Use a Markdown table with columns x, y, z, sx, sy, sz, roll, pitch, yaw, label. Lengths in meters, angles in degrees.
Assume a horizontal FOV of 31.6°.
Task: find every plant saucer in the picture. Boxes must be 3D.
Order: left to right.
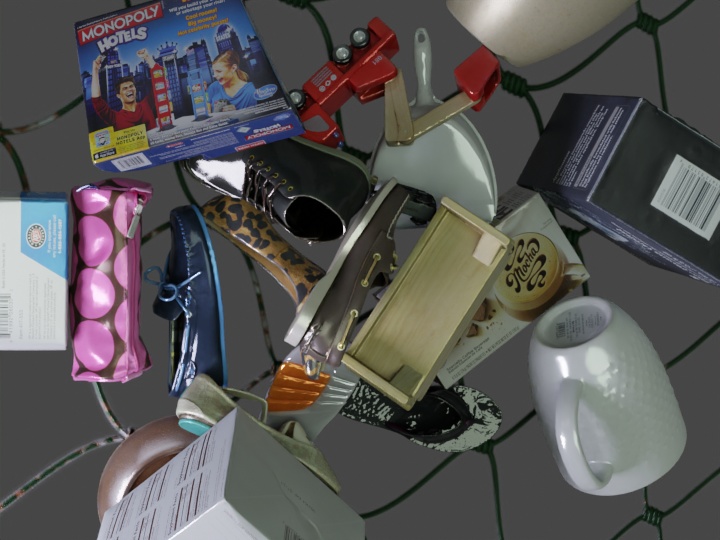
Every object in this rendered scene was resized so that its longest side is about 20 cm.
| x | y | z | sx | sy | sz | roll | pitch | yaw | label |
| --- | --- | --- | --- | --- | --- | --- | --- | --- | --- |
| -0.176 | 0.248 | 1.328 | 0.197 | 0.032 | 0.203 | -2 | 108 | -7 | plant saucer |

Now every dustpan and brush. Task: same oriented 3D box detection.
| x | y | z | sx | sy | sz | roll | pitch | yaw | label |
| --- | --- | --- | --- | --- | --- | --- | --- | --- | --- |
| 0.069 | -0.150 | 1.325 | 0.137 | 0.057 | 0.203 | -4 | 102 | 8 | dustpan and brush |

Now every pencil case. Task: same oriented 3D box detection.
| x | y | z | sx | sy | sz | roll | pitch | yaw | label |
| --- | --- | --- | --- | --- | --- | --- | --- | --- | --- |
| -0.242 | 0.011 | 1.249 | 0.090 | 0.093 | 0.203 | -12 | 104 | -56 | pencil case |

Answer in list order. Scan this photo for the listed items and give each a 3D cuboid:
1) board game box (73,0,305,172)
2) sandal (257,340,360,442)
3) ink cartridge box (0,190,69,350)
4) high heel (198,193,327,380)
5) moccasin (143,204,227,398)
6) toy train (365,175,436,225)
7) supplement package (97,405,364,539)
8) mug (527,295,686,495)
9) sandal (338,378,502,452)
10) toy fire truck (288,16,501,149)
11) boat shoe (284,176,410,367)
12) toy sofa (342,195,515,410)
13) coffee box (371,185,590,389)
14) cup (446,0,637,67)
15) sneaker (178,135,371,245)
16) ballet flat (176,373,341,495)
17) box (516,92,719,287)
| x | y | z | sx | sy | sz | roll | pitch | yaw | label |
| --- | --- | --- | --- | --- | --- | --- | --- | --- | --- |
| -0.169 | -0.209 | 1.226 | 0.197 | 0.062 | 0.202 | -13 | 72 | 8 | board game box |
| -0.070 | 0.142 | 1.344 | 0.079 | 0.059 | 0.208 | 29 | 113 | -9 | sandal |
| -0.382 | -0.002 | 1.224 | 0.197 | 0.086 | 0.149 | 1 | 99 | -13 | ink cartridge box |
| -0.096 | 0.014 | 1.270 | 0.140 | 0.072 | 0.203 | 2 | 65 | -7 | high heel |
| -0.177 | 0.037 | 1.282 | 0.067 | 0.080 | 0.203 | -10 | 101 | -18 | moccasin |
| -0.016 | -0.093 | 1.296 | 0.198 | 0.046 | 0.034 | 19 | 113 | 3 | toy train |
| -0.129 | 0.284 | 1.230 | 0.199 | 0.148 | 0.191 | -38 | 111 | 20 | supplement package |
| 0.244 | 0.138 | 1.329 | 0.146 | 0.201 | 0.177 | -9 | 123 | 29 | mug |
| 0.063 | 0.156 | 1.378 | 0.198 | 0.048 | 0.076 | 13 | 96 | -15 | sandal |
| 0.029 | -0.174 | 1.279 | 0.200 | 0.049 | 0.141 | -44 | 74 | -3 | toy fire truck |
| 0.000 | 0.000 | 1.216 | 0.059 | 0.072 | 0.201 | 32 | 64 | -2 | boat shoe |
| 0.068 | 0.033 | 1.267 | 0.082 | 0.098 | 0.201 | 33 | 90 | 11 | toy sofa |
| 0.127 | 0.016 | 1.353 | 0.199 | 0.080 | 0.114 | -36 | 106 | -6 | coffee box |
| 0.168 | -0.291 | 1.268 | 0.199 | 0.201 | 0.144 | 34 | 110 | -16 | cup |
| -0.093 | -0.089 | 1.227 | 0.197 | 0.107 | 0.076 | 12 | 119 | 7 | sneaker |
| -0.092 | 0.167 | 1.288 | 0.199 | 0.067 | 0.063 | 33 | 62 | -19 | ballet flat |
| 0.296 | -0.085 | 1.313 | 0.195 | 0.200 | 0.118 | 29 | 92 | -16 | box |
